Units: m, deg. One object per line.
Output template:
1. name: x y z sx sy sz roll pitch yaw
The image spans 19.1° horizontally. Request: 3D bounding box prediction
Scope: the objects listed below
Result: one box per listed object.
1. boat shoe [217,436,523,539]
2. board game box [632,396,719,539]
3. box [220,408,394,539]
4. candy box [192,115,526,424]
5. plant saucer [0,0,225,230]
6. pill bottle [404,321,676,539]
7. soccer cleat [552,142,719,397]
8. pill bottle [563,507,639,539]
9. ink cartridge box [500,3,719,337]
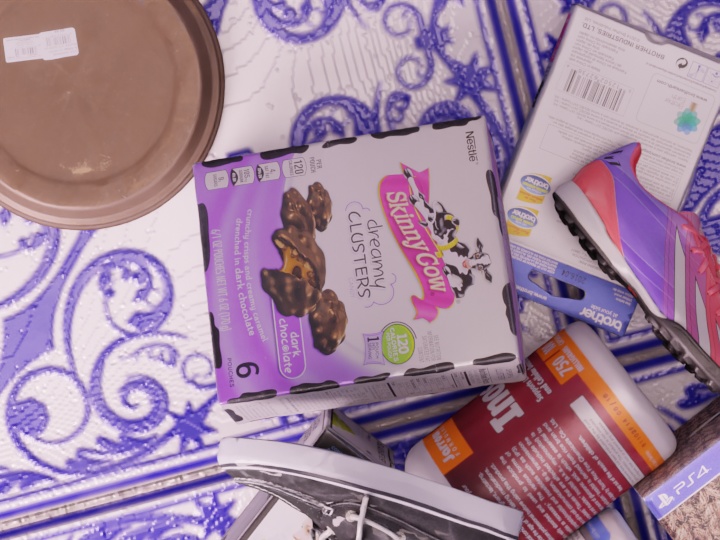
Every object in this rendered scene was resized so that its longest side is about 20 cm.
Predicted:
1. boat shoe: 0.001 0.157 1.354 0.199 0.074 0.068 18 80 -11
2. board game box: 0.306 0.174 1.466 0.159 0.097 0.200 -39 96 2
3. box: -0.059 0.191 1.451 0.060 0.117 0.200 38 95 -3
4. candy box: 0.000 0.000 1.417 0.199 0.072 0.168 -9 74 6
5. plant saucer: -0.192 -0.126 1.459 0.199 0.029 0.201 0 96 0
6. pill bottle: 0.105 0.136 1.449 0.200 0.113 0.113 -38 95 2
7. soccer cleat: 0.211 0.006 1.408 0.073 0.068 0.200 -39 77 1
8. pill bottle: 0.124 0.263 1.463 0.200 0.114 0.114 -36 96 3
9. ink cartridge box: 0.163 -0.068 1.467 0.119 0.042 0.201 21 93 -3
